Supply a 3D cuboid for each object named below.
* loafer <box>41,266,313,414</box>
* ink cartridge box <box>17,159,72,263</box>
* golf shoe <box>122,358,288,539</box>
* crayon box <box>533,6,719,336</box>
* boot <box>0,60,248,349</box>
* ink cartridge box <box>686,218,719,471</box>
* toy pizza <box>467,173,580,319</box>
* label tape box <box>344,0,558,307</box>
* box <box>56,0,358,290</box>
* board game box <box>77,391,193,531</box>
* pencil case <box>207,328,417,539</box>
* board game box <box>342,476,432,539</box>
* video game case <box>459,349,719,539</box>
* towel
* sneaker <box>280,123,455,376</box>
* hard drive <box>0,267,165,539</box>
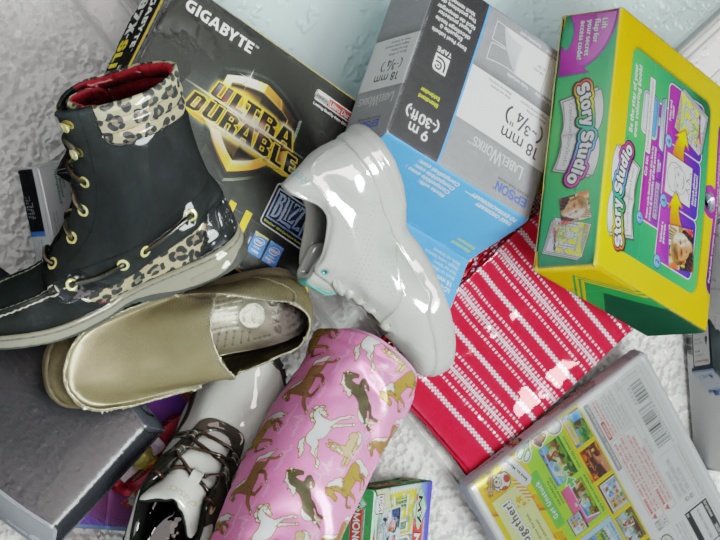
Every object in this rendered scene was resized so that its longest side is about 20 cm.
[{"bbox_3d":[-0.120,0.045,1.520,0.199,0.067,0.076,-20,103,-19],"label":"loafer"},{"bbox_3d":[-0.143,-0.045,1.602,0.199,0.039,0.100,-13,95,-31],"label":"ink cartridge box"},{"bbox_3d":[-0.107,0.143,1.553,0.077,0.094,0.201,24,84,3],"label":"golf shoe"},{"bbox_3d":[0.205,-0.071,1.672,0.172,0.058,0.201,27,65,-49],"label":"crayon box"},{"bbox_3d":[-0.188,-0.043,1.472,0.203,0.074,0.154,-19,121,-6],"label":"boot"},{"bbox_3d":[0.340,0.055,1.773,0.146,0.086,0.201,-6,92,-20],"label":"ink cartridge box"},{"bbox_3d":[0.115,-0.042,1.714,0.199,0.032,0.201,-1,92,-21],"label":"toy pizza"},{"bbox_3d":[0.064,-0.093,1.625,0.144,0.063,0.201,30,69,-31],"label":"label tape box"},{"bbox_3d":[-0.097,-0.089,1.583,0.200,0.049,0.160,34,73,-28],"label":"box"},{"bbox_3d":[-0.171,0.111,1.605,0.199,0.039,0.159,7,89,-21],"label":"board game box"},{"bbox_3d":[-0.031,0.134,1.544,0.087,0.082,0.201,57,49,-44],"label":"pencil case"},{"bbox_3d":[0.012,0.256,1.636,0.029,0.134,0.201,4,90,20],"label":"board game box"},{"bbox_3d":[0.194,0.194,1.744,0.182,0.023,0.200,-35,109,-16],"label":"video game case"},{"bbox_3d":[0.116,0.048,1.697,0.200,0.022,0.145,-43,115,-7],"label":"towel"},{"bbox_3d":[0.000,0.000,1.559,0.088,0.075,0.201,-31,118,-17],"label":"sneaker"},{"bbox_3d":[-0.248,0.085,1.550,0.200,0.042,0.135,43,76,1],"label":"hard drive"}]
